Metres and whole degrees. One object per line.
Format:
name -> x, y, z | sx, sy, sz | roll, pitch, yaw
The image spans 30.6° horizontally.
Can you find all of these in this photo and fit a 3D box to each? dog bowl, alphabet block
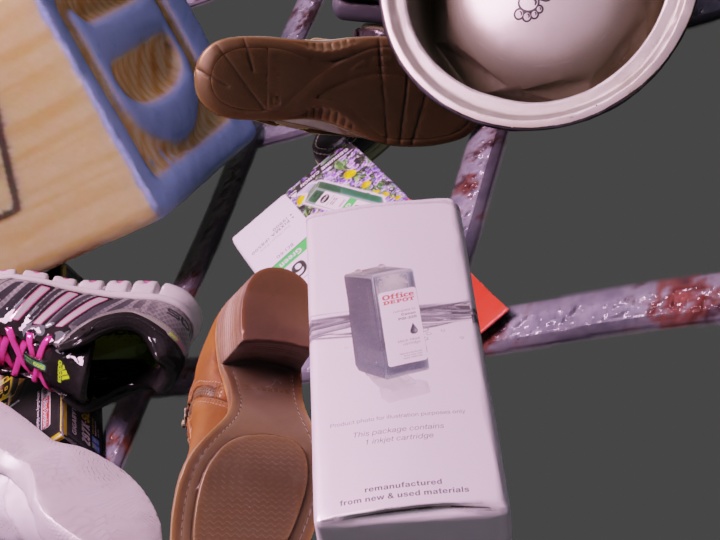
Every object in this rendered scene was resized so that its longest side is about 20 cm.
dog bowl -> 0.116, -0.180, 0.832 | 0.200, 0.074, 0.201 | -2, 84, 17
alphabet block -> -0.235, -0.122, 1.007 | 0.200, 0.197, 0.195 | -21, 14, 26

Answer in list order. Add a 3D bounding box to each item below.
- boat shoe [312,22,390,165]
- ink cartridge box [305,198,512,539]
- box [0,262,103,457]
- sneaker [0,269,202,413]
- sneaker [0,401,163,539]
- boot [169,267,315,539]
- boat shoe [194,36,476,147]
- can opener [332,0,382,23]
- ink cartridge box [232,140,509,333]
boat shoe -> 0.020, -0.160, 0.978 | 0.073, 0.065, 0.200 | 13, 62, 47
ink cartridge box -> 0.022, 0.082, 0.637 | 0.085, 0.146, 0.200 | -5, 41, 3
box -> -0.269, 0.105, 0.983 | 0.160, 0.049, 0.200 | -33, 36, 14
sneaker -> -0.206, 0.051, 0.890 | 0.199, 0.074, 0.088 | 0, 31, -9
sneaker -> -0.209, 0.157, 0.846 | 0.200, 0.075, 0.089 | 29, 114, 27
boot -> -0.070, 0.113, 0.734 | 0.155, 0.074, 0.200 | 125, 160, -58
boat shoe -> -0.016, -0.128, 0.904 | 0.066, 0.200, 0.074 | -139, 58, -73
can opener -> 0.068, -0.174, 0.906 | 0.200, 0.053, 0.067 | 8, 66, 18
ink cartridge box -> 0.000, 0.000, 0.839 | 0.109, 0.050, 0.200 | -41, 34, 0
